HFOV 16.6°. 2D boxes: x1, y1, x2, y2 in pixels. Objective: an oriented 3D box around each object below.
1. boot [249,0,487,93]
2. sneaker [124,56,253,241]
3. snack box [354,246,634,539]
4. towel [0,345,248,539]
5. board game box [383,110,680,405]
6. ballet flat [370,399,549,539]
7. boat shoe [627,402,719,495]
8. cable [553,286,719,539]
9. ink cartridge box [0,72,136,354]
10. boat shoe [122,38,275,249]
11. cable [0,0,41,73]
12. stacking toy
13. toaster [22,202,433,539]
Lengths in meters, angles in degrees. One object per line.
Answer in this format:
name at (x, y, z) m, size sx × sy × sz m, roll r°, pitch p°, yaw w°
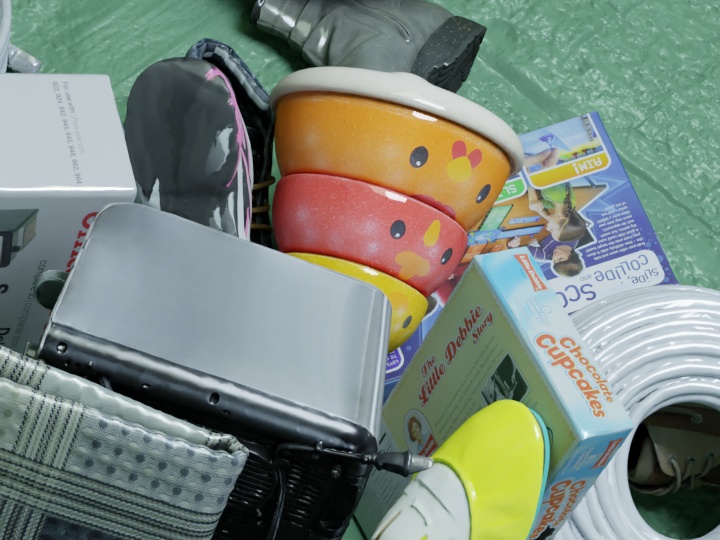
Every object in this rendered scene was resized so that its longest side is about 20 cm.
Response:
boot at (-0.018, -0.129, 1.536) m, size 0.131 × 0.068 × 0.200 m, roll 30°, pitch 39°, yaw 12°
sneaker at (-0.084, -0.018, 1.321) m, size 0.080 × 0.200 × 0.086 m, roll 9°, pitch 13°, yaw 6°
snack box at (0.060, 0.095, 1.270) m, size 0.037 × 0.200 × 0.116 m, roll -9°, pitch 56°, yaw -33°
towel at (-0.177, 0.124, 1.151) m, size 0.200 × 0.193 × 0.035 m, roll 20°, pitch 26°, yaw -10°
board game box at (0.067, -0.003, 1.418) m, size 0.200 × 0.034 × 0.136 m, roll -17°, pitch 57°, yaw -5°
ballet flat at (0.028, 0.150, 1.209) m, size 0.067 × 0.200 × 0.067 m, roll -1°, pitch 37°, yaw -40°
boat shoe at (0.175, 0.098, 1.418) m, size 0.200 × 0.076 × 0.072 m, roll 19°, pitch 49°, yaw 4°
cable at (0.172, 0.106, 1.336) m, size 0.200 × 0.069 × 0.200 m, roll 36°, pitch 82°, yaw -3°
ink cartridge box at (-0.231, -0.027, 1.274) m, size 0.200 × 0.146 × 0.084 m, roll -1°, pitch 53°, yaw -23°
boat shoe at (-0.077, -0.035, 1.387) m, size 0.071 × 0.091 × 0.200 m, roll 5°, pitch 48°, yaw -40°
cable at (-0.297, -0.141, 1.399) m, size 0.200 × 0.069 × 0.200 m, roll 39°, pitch 46°, yaw 10°
stacking toy at (0.000, 0.000, 1.350) m, size 0.146 × 0.146 × 0.200 m, roll 17°, pitch 78°, yaw -11°
toaster at (-0.082, 0.081, 1.230) m, size 0.200 × 0.181 × 0.119 m, roll 19°, pitch 44°, yaw -8°
